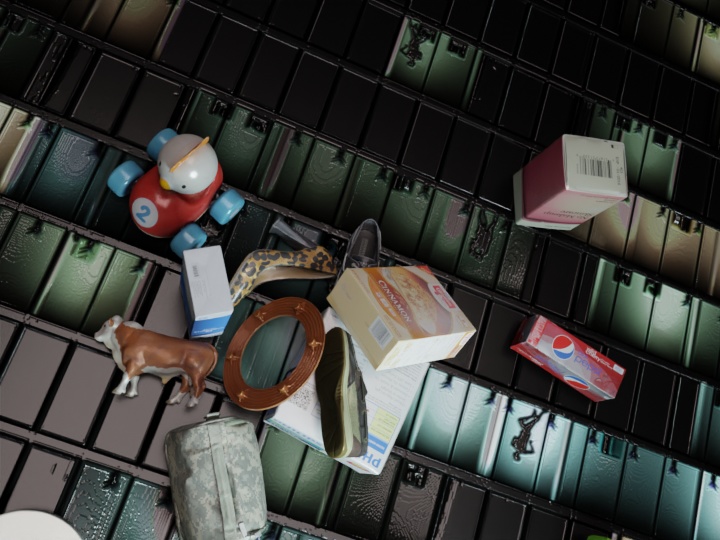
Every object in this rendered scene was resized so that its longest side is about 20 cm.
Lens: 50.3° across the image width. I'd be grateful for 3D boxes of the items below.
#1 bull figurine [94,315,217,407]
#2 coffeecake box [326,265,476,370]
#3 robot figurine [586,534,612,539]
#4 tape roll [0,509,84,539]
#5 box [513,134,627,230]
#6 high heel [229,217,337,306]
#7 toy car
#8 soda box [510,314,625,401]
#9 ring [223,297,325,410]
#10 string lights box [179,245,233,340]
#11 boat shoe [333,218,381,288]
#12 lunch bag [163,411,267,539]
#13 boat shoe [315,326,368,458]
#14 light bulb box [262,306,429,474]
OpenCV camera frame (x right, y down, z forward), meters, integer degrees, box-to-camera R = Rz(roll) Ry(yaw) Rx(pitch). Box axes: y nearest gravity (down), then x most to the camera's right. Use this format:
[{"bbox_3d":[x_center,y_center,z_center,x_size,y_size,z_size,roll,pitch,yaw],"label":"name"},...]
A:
[{"bbox_3d":[-0.332,0.145,1.226,0.199,0.065,0.122,13,76,-10],"label":"bull figurine"},{"bbox_3d":[0.069,0.072,1.246,0.199,0.073,0.154,-2,47,-47],"label":"coffeecake box"},{"bbox_3d":[0.424,0.556,1.294,0.175,0.116,0.201,-20,81,-18],"label":"robot figurine"},{"bbox_3d":[-0.494,0.450,1.112,0.202,0.037,0.204,4,75,-15],"label":"tape roll"},{"bbox_3d":[0.387,-0.160,1.435,0.127,0.200,0.110,5,74,-14],"label":"box"},{"bbox_3d":[-0.135,0.019,1.311,0.142,0.071,0.200,36,64,-2],"label":"high heel"},{"bbox_3d":[-0.296,-0.151,1.243,0.184,0.200,0.177,45,69,0],"label":"toy car"},{"bbox_3d":[0.382,0.162,1.415,0.199,0.070,0.064,33,70,-5],"label":"soda box"},{"bbox_3d":[-0.144,0.128,1.229,0.019,0.200,0.201,47,61,-45],"label":"ring"},{"bbox_3d":[-0.246,0.040,1.204,0.059,0.200,0.103,-10,79,-17],"label":"string lights box"},{"bbox_3d":[0.000,0.000,1.332,0.071,0.068,0.201,18,58,-5],"label":"boat shoe"},{"bbox_3d":[-0.215,0.320,1.154,0.139,0.168,0.201,-8,78,-17],"label":"lunch bag"},{"bbox_3d":[-0.023,0.187,1.168,0.066,0.072,0.202,19,55,-38],"label":"boat shoe"},{"bbox_3d":[-0.025,0.201,1.262,0.198,0.125,0.201,30,71,-6],"label":"light bulb box"}]
